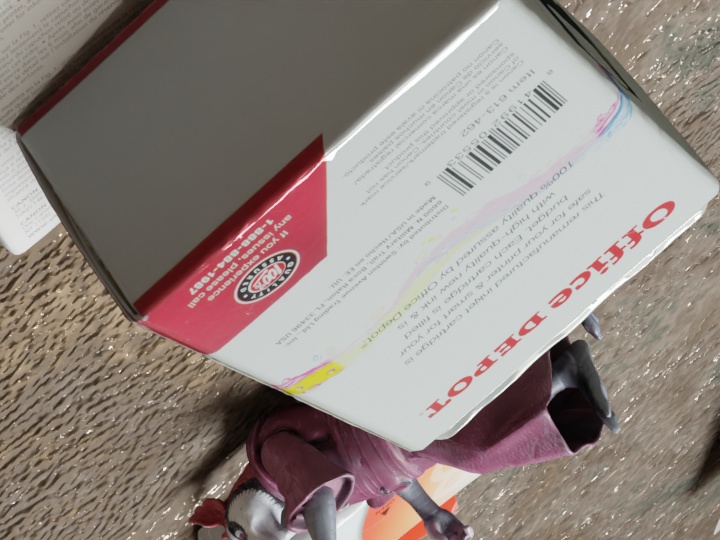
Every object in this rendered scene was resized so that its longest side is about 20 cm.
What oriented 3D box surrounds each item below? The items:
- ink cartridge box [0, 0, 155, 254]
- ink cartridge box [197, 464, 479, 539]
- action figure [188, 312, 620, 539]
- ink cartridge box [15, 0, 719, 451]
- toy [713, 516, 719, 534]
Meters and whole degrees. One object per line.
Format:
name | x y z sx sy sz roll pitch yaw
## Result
ink cartridge box | -0.077 -0.108 0.792 0.161 0.050 0.200 -40 154 -10
ink cartridge box | 0.000 0.137 1.333 0.162 0.050 0.200 -37 153 -17
action figure | 0.009 0.065 1.170 0.200 0.149 0.134 -23 178 13
ink cartridge box | 0.009 -0.033 0.856 0.146 0.083 0.200 -42 152 10
toy | 0.275 0.085 1.711 0.115 0.047 0.200 -38 160 -24
